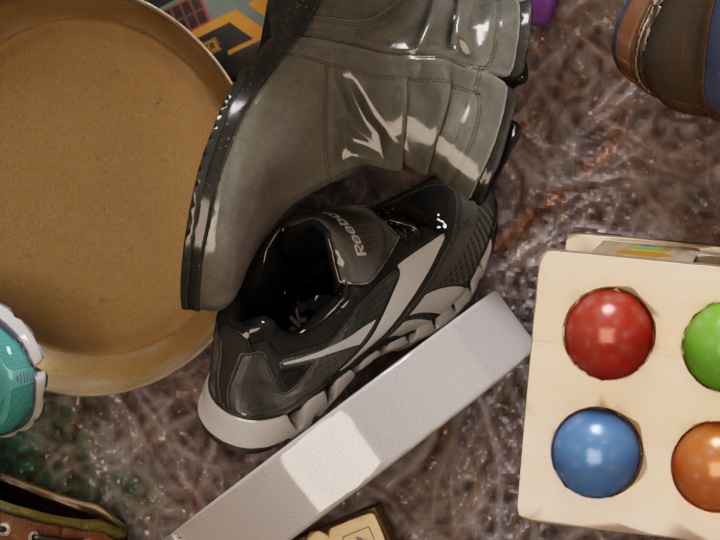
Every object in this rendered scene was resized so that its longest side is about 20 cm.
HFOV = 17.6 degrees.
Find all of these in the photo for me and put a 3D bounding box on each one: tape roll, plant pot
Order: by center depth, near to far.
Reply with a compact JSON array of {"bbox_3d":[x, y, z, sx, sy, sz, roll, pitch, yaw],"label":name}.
[{"bbox_3d":[-0.005,0.083,1.110,0.202,0.203,0.037,-38,88,11],"label":"tape roll"},{"bbox_3d":[-0.136,-0.040,1.136,0.199,0.027,0.202,3,99,17],"label":"plant pot"}]

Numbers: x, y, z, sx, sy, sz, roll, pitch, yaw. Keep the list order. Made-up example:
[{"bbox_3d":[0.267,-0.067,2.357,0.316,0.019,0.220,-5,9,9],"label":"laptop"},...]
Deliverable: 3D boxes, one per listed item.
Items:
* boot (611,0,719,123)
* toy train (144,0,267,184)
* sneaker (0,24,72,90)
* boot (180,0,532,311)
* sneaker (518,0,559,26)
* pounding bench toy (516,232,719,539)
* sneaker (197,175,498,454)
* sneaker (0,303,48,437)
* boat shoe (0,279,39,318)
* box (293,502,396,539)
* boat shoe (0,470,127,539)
[{"bbox_3d":[0.194,-0.160,1.091,0.074,0.097,0.201,9,113,-29],"label":"boot"},{"bbox_3d":[-0.031,-0.111,1.164,0.199,0.085,0.115,-25,80,11],"label":"toy train"},{"bbox_3d":[-0.217,-0.098,1.206,0.199,0.066,0.079,2,122,18],"label":"sneaker"},{"bbox_3d":[0.002,-0.057,1.056,0.130,0.068,0.201,20,69,2],"label":"boot"},{"bbox_3d":[0.125,-0.210,1.131,0.088,0.081,0.201,17,102,-12],"label":"sneaker"},{"bbox_3d":[0.183,0.057,1.095,0.198,0.156,0.125,6,95,10],"label":"pounding bench toy"},{"bbox_3d":[0.000,0.000,1.114,0.066,0.200,0.091,33,145,27],"label":"sneaker"},{"bbox_3d":[-0.242,0.049,1.131,0.199,0.080,0.078,6,109,25],"label":"sneaker"},{"bbox_3d":[-0.216,0.037,1.223,0.199,0.072,0.062,-27,126,10],"label":"boat shoe"},{"bbox_3d":[-0.025,0.244,1.217,0.163,0.021,0.201,-23,90,12],"label":"box"},{"bbox_3d":[-0.215,0.114,1.202,0.199,0.072,0.068,28,102,-20],"label":"boat shoe"}]
